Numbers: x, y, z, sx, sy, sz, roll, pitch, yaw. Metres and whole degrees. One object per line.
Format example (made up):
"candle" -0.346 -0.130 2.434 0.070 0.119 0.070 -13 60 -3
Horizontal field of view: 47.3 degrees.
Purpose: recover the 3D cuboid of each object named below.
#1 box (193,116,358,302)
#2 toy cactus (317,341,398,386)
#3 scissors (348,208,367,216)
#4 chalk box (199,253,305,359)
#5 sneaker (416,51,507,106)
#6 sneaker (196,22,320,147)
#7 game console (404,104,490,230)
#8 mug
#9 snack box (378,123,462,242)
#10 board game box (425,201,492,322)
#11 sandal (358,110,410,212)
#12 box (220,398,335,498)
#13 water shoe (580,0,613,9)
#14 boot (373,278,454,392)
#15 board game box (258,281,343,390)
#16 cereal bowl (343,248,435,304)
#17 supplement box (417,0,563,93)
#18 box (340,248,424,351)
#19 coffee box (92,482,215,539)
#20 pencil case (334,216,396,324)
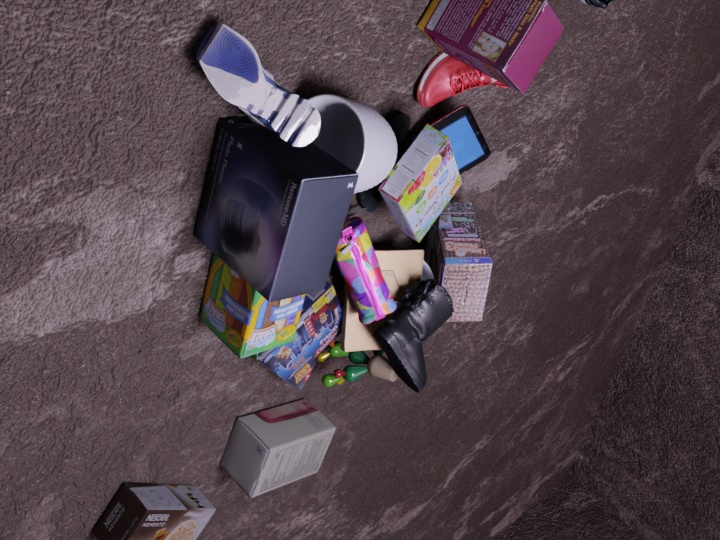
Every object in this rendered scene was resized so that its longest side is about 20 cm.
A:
"box" -0.130 -0.096 1.222 0.122 0.198 0.202 -13 130 -46
"toy cactus" 0.010 0.175 1.709 0.199 0.164 0.103 -35 134 -40
"scissors" -0.068 -0.083 1.483 0.198 0.014 0.074 -5 120 -47
"chalk box" -0.180 0.056 1.372 0.123 0.124 0.202 -14 130 -46
"sneaker" 0.200 -0.354 1.490 0.200 0.115 0.079 -46 148 -13
"sneaker" -0.154 -0.252 1.157 0.199 0.115 0.081 40 86 -29
"game console" 0.169 -0.193 1.592 0.200 0.117 0.175 43 50 -58
"mug" -0.038 -0.185 1.334 0.199 0.149 0.175 -32 169 24
"snack box" 0.111 -0.149 1.455 0.143 0.053 0.200 -52 159 -6
"board game box" 0.200 -0.020 1.722 0.095 0.202 0.161 -1 133 -5
"sandal" 0.047 -0.191 1.509 0.075 0.048 0.203 -13 131 -46
"box" -0.168 0.362 1.697 0.199 0.109 0.129 -6 125 -50
"water shoe" 0.478 -0.615 1.646 0.072 0.079 0.201 -46 148 -11
"boot" 0.121 0.125 1.621 0.162 0.073 0.199 -44 128 -18
"board game box" -0.121 0.135 1.586 0.200 0.061 0.201 -43 149 -19
"cereal bowl" 0.052 0.050 1.679 0.197 0.083 0.203 -6 104 -22
"supplement box" 0.217 -0.409 1.382 0.132 0.199 0.103 -56 148 7
"box" 0.042 0.058 1.619 0.161 0.021 0.203 -2 104 -24
"coffee box" -0.382 0.467 1.540 0.115 0.079 0.200 -55 149 3
"pencil case" 0.000 0.000 1.528 0.088 0.088 0.202 -36 115 -26
